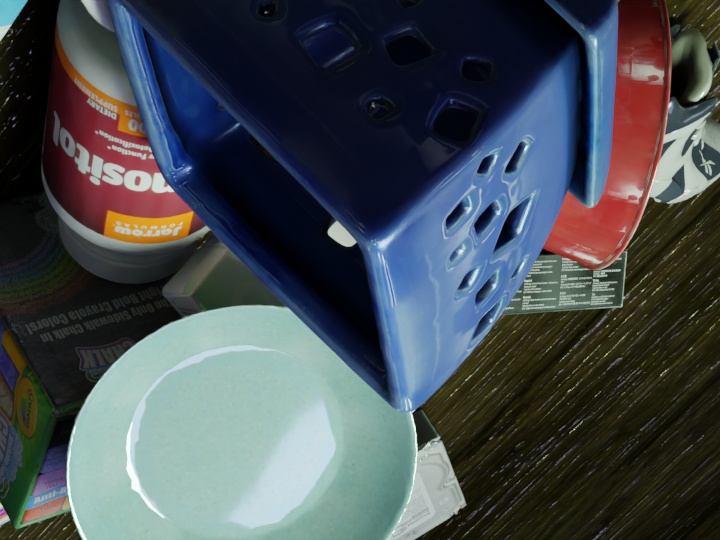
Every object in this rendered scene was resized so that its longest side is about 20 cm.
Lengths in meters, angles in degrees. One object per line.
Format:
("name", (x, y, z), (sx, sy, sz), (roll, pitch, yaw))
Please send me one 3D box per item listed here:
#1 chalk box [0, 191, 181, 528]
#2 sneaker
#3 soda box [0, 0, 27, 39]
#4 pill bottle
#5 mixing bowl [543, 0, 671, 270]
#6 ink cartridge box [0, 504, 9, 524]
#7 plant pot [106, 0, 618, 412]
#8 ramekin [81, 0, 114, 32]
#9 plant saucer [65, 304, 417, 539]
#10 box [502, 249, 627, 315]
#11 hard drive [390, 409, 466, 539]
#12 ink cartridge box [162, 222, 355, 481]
("chalk box", (-0.169, 0.064, 1.445), (0.124, 0.200, 0.124), (-16, 151, -33))
("sneaker", (0.234, -0.118, 1.742), (0.199, 0.080, 0.130), (8, 143, -42))
("soda box", (-0.251, -0.094, 1.217), (0.068, 0.064, 0.200), (-3, 143, -48))
("pill bottle", (-0.120, -0.082, 1.340), (0.113, 0.113, 0.200), (-22, 153, -24))
("mixing bowl", (0.112, -0.106, 1.528), (0.108, 0.200, 0.200), (8, 142, -14))
("ink cartridge box", (-0.192, 0.079, 1.601), (0.200, 0.076, 0.136), (-29, 156, -12))
("plant pot", (0.014, -0.084, 1.160), (0.180, 0.200, 0.200), (-41, 157, -14))
("ramekin", (-0.070, -0.215, 1.173), (0.200, 0.098, 0.201), (-27, 155, -13))
("plant saucer", (-0.068, 0.104, 1.367), (0.201, 0.039, 0.201), (-4, 114, -8))
("box", (0.046, -0.003, 1.623), (0.193, 0.048, 0.200), (6, -175, 41))
("hard drive", (0.019, 0.204, 2.133), (0.140, 0.038, 0.200), (-31, 156, -5))
("ink cartridge box", (0.000, 0.000, 1.427), (0.200, 0.161, 0.050), (-48, -155, -18))
